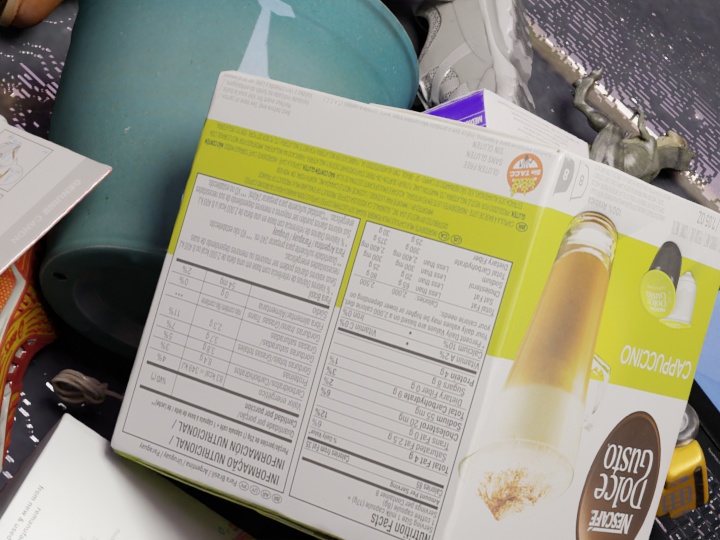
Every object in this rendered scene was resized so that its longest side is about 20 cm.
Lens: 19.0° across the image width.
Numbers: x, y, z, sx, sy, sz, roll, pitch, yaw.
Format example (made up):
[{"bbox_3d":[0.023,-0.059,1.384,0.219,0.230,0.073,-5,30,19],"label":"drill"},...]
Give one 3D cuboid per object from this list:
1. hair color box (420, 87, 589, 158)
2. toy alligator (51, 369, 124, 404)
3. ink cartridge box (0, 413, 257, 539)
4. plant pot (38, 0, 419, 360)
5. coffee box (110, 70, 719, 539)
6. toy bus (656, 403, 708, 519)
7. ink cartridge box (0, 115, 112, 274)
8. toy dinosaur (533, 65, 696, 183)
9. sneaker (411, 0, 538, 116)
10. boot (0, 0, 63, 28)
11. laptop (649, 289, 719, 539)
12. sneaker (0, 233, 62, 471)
[{"bbox_3d":[0.087,0.010,1.225,0.109,0.065,0.200,22,56,-47],"label":"hair color box"},{"bbox_3d":[-0.075,0.084,1.209,0.200,0.059,0.054,27,53,-12],"label":"toy alligator"},{"bbox_3d":[-0.118,0.202,1.062,0.200,0.145,0.145,35,52,-7],"label":"ink cartridge box"},{"bbox_3d":[-0.085,-0.052,1.183,0.200,0.200,0.188,23,60,-15],"label":"plant pot"},{"bbox_3d":[0.035,0.033,1.052,0.200,0.200,0.198,16,91,-56],"label":"coffee box"},{"bbox_3d":[0.136,0.060,1.296,0.078,0.065,0.200,-23,58,-5],"label":"toy bus"},{"bbox_3d":[-0.248,-0.007,1.101,0.176,0.045,0.200,26,58,32],"label":"ink cartridge box"},{"bbox_3d":[0.148,-0.079,1.436,0.200,0.047,0.088,-26,83,-33],"label":"toy dinosaur"},{"bbox_3d":[0.071,-0.106,1.399,0.075,0.082,0.200,59,24,-47],"label":"sneaker"},{"bbox_3d":[-0.127,-0.185,1.340,0.155,0.077,0.200,37,44,-10],"label":"boot"},{"bbox_3d":[0.231,0.108,1.332,0.200,0.103,0.177,-30,79,-37],"label":"laptop"},{"bbox_3d":[-0.211,0.036,1.158,0.077,0.073,0.200,3,40,14],"label":"sneaker"}]
